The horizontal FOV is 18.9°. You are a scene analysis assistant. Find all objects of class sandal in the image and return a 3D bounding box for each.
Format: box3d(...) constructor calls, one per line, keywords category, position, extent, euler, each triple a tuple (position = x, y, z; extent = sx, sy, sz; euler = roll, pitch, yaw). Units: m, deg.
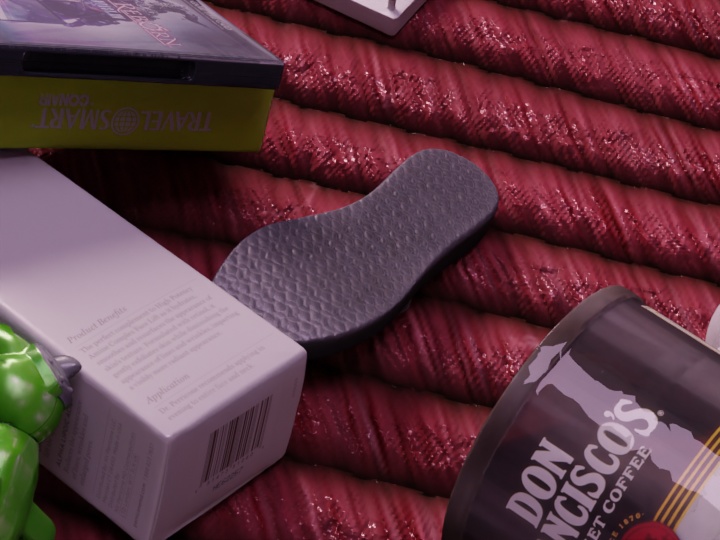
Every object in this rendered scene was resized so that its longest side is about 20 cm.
box3d(category="sandal", position=(0.001, 0.000, 1.102), extent=(0.076, 0.043, 0.200), euler=(43, 44, 20))

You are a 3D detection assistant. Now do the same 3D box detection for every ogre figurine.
box3d(category="ogre figurine", position=(-0.195, 0.087, 0.928), extent=(0.119, 0.099, 0.201), euler=(12, 48, 13))

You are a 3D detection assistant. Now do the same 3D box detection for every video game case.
box3d(category="video game case", position=(-0.156, -0.128, 1.079), extent=(0.199, 0.019, 0.143), euler=(-1, 27, -36))

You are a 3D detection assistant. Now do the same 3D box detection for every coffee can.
box3d(category="coffee can", position=(0.156, 0.119, 0.928), extent=(0.199, 0.147, 0.146), euler=(32, 50, 22))

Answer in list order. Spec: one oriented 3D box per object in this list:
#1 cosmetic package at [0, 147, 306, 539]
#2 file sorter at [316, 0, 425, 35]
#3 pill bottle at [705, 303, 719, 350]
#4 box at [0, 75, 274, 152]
box3d(category="cosmetic package", position=(-0.134, 0.030, 1.016), extent=(0.199, 0.074, 0.101), euler=(34, 40, 24))
box3d(category="file sorter", position=(0.014, -0.265, 1.296), extent=(0.138, 0.125, 0.200), euler=(26, 48, 16))
box3d(category="pill bottle", position=(0.240, 0.029, 1.054), extent=(0.113, 0.113, 0.200), euler=(32, 49, 21))
box3d(category="box", position=(-0.157, -0.104, 1.106), extent=(0.199, 0.048, 0.122), euler=(-1, 26, -35))
